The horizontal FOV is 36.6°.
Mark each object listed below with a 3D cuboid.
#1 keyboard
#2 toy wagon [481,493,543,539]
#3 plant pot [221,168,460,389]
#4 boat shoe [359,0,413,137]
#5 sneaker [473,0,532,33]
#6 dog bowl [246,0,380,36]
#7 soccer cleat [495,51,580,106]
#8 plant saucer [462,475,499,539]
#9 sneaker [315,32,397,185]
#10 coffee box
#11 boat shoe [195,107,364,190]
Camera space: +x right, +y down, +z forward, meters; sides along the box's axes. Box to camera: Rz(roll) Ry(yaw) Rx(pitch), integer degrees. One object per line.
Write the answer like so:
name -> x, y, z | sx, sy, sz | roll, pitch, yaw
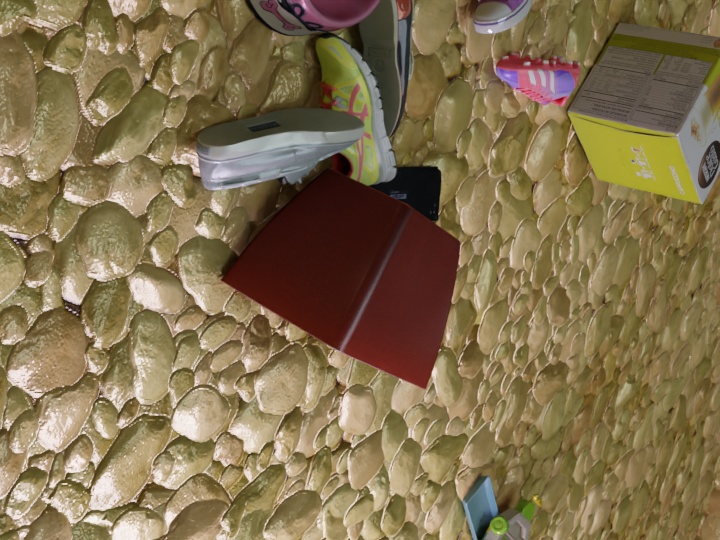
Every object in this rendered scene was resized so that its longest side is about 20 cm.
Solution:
keyboard -> 0.042, -0.075, 1.450 | 0.200, 0.021, 0.127 | -8, 106, -49
toy wagon -> 0.262, 0.485, 1.940 | 0.200, 0.040, 0.155 | -59, 143, -16
plant pot -> 0.000, 0.000, 1.262 | 0.200, 0.200, 0.176 | 31, 88, -53
boat shoe -> 0.032, -0.253, 1.316 | 0.063, 0.071, 0.200 | -40, 139, -51
sneaker -> 0.193, -0.411, 1.455 | 0.201, 0.073, 0.114 | -59, 139, -32
dog bowl -> -0.039, -0.350, 1.176 | 0.200, 0.074, 0.200 | -27, 126, -44
soccer cleat -> 0.261, -0.278, 1.603 | 0.200, 0.067, 0.077 | -14, 121, -51
plant saucer -> 0.216, 0.441, 1.907 | 0.070, 0.019, 0.200 | -45, 136, -29
sneaker -> -0.023, -0.179, 1.278 | 0.090, 0.078, 0.200 | -26, 117, -15
coffee box -> 0.492, -0.257, 1.788 | 0.198, 0.200, 0.200 | -59, 141, -15
boat shoe -> -0.088, -0.131, 1.204 | 0.201, 0.070, 0.072 | -14, 128, -28
